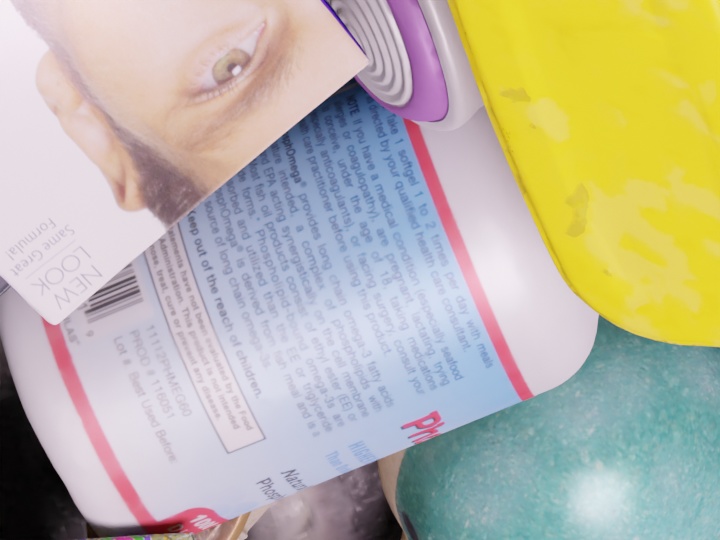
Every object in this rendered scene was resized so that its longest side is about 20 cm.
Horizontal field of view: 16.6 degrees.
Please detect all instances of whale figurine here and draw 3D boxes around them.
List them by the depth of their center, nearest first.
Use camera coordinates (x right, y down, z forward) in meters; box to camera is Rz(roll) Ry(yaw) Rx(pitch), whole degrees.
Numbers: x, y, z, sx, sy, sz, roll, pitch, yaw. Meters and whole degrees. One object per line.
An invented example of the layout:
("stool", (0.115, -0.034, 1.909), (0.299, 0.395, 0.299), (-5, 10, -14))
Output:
("whale figurine", (0.086, 0.090, 0.850), (0.159, 0.104, 0.200), (-27, 135, -7))

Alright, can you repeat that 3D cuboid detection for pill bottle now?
("pill bottle", (0.000, 0.000, 0.734), (0.199, 0.109, 0.109), (-22, 122, 6))

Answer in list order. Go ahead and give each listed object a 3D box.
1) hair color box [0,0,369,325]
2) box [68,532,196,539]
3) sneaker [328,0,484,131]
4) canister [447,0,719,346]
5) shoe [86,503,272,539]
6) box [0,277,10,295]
("hair color box", (-0.100, -0.095, 0.594), (0.109, 0.065, 0.200), (-39, 124, 3))
("box", (-0.155, 0.168, 0.751), (0.192, 0.123, 0.200), (-1, 160, -17))
("sneaker", (0.015, -0.144, 0.665), (0.099, 0.075, 0.201), (-27, 110, -24))
("canister", (0.106, -0.097, 0.646), (0.086, 0.200, 0.149), (3, 135, 33))
("shoe", (-0.022, 0.019, 0.819), (0.070, 0.053, 0.200), (40, 97, 0))
("box", (-0.162, -0.085, 0.678), (0.148, 0.107, 0.200), (-41, 123, 7))
